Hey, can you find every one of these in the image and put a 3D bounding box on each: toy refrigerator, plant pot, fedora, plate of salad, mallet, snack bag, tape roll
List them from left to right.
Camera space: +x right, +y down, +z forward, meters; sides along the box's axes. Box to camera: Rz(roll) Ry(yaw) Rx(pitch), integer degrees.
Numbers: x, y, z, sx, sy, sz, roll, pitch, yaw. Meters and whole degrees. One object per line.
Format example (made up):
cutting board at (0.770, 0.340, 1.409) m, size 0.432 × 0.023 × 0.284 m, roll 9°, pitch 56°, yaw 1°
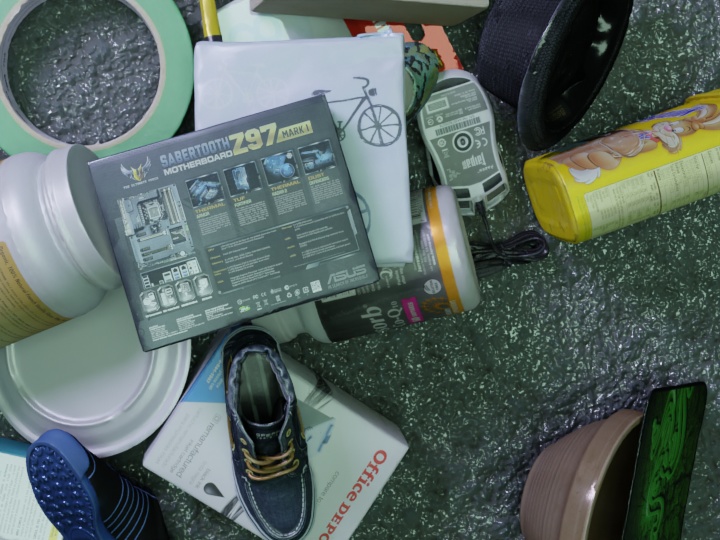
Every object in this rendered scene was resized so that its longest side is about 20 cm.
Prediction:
tape roll at (-0.247, -0.180, 1.042) m, size 0.199 × 0.048 × 0.202 m, roll -1°, pitch 97°, yaw -9°
plate of salad at (-0.246, 0.069, 1.064) m, size 0.199 × 0.048 × 0.201 m, roll -1°, pitch 86°, yaw 11°
mallet at (-0.139, -0.208, 1.014) m, size 0.065 × 0.041 × 0.201 m, roll -3°, pitch 84°, yaw 1°
snack bag at (-0.052, -0.100, 0.984) m, size 0.187 × 0.021 × 0.201 m, roll -2°, pitch 90°, yaw 3°
toy refrigerator at (0.008, -0.263, 1.032) m, size 0.199 × 0.076 × 0.070 m, roll -1°, pitch 89°, yaw -21°
fedora at (0.168, -0.211, 1.062) m, size 0.091 × 0.200 × 0.201 m, roll 26°, pitch 92°, yaw 23°
plant pot at (0.213, 0.225, 1.107) m, size 0.092 × 0.200 × 0.202 m, roll 11°, pitch 96°, yaw 34°

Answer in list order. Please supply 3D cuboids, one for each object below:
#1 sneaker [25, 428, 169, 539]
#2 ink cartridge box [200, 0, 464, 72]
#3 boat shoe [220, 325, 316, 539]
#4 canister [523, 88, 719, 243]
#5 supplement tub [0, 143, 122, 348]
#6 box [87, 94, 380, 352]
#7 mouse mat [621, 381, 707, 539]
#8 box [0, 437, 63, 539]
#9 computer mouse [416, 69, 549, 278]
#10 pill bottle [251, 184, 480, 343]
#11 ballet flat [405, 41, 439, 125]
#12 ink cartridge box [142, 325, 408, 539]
sneaker at (-0.227, 0.209, 1.050) m, size 0.070 × 0.078 × 0.201 m, roll -3°, pitch 123°, yaw 28°
ink cartridge box at (-0.021, -0.203, 1.072) m, size 0.199 × 0.047 × 0.161 m, roll -29°, pitch 99°, yaw -2°
boat shoe at (-0.080, 0.150, 0.992) m, size 0.070 × 0.091 × 0.201 m, roll -13°, pitch 99°, yaw -6°
canister at (0.263, -0.096, 1.076) m, size 0.199 × 0.149 × 0.087 m, roll -20°, pitch 99°, yaw -4°
supplement tub at (-0.301, -0.012, 0.984) m, size 0.199 × 0.144 × 0.145 m, roll -21°, pitch 99°, yaw 9°
box at (-0.100, -0.038, 0.940) m, size 0.199 × 0.051 × 0.159 m, roll -17°, pitch 90°, yaw -5°
mouse mat at (0.290, 0.208, 1.126) m, size 0.007 × 0.161 × 0.201 m, roll 11°, pitch 95°, yaw 35°
box at (-0.360, 0.191, 1.063) m, size 0.199 × 0.049 × 0.083 m, roll 14°, pitch 93°, yaw -10°
computer mouse at (0.104, -0.092, 1.107) m, size 0.109 × 0.044 × 0.201 m, roll -16°, pitch 103°, yaw -1°
pill bottle at (0.000, 0.000, 1.051) m, size 0.199 × 0.116 × 0.117 m, roll -14°, pitch 98°, yaw 8°
ballet flat at (-0.009, -0.132, 1.027) m, size 0.200 × 0.074 × 0.074 m, roll -37°, pitch 100°, yaw -3°
ink cartridge box at (-0.078, 0.161, 1.084) m, size 0.199 × 0.086 × 0.147 m, roll 33°, pitch 91°, yaw -9°
